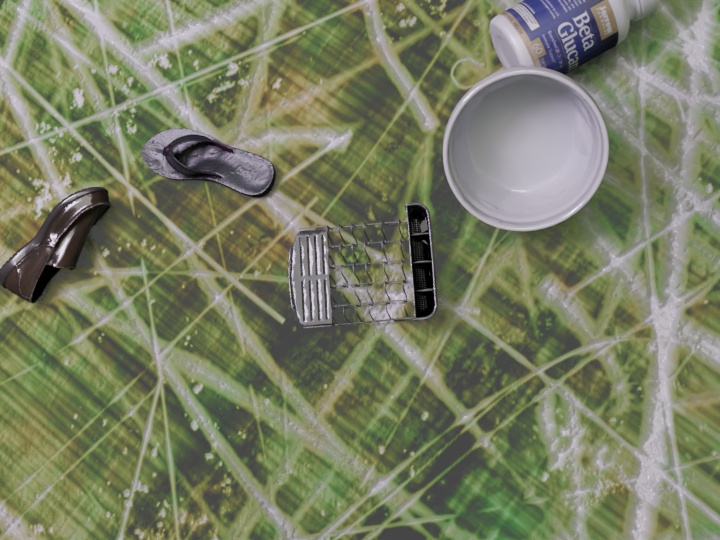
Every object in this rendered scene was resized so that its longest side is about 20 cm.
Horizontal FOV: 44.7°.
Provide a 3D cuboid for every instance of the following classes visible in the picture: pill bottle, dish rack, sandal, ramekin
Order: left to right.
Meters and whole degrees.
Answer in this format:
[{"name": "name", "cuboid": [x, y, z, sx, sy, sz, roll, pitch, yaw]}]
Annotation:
[{"name": "sandal", "cuboid": [-0.215, -0.158, 1.224, 0.199, 0.048, 0.076, 14, 81, 11]}, {"name": "dish rack", "cuboid": [0.000, 0.000, 1.155, 0.199, 0.055, 0.154, -5, 77, 8]}, {"name": "ramekin", "cuboid": [0.203, -0.160, 1.093, 0.199, 0.105, 0.201, 3, 114, 7]}, {"name": "pill bottle", "cuboid": [0.280, -0.328, 1.149, 0.199, 0.111, 0.111, -29, 75, 2]}]

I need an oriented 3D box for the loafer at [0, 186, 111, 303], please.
[{"name": "loafer", "cuboid": [-0.413, -0.032, 1.223, 0.071, 0.073, 0.200, 45, 96, 9]}]
